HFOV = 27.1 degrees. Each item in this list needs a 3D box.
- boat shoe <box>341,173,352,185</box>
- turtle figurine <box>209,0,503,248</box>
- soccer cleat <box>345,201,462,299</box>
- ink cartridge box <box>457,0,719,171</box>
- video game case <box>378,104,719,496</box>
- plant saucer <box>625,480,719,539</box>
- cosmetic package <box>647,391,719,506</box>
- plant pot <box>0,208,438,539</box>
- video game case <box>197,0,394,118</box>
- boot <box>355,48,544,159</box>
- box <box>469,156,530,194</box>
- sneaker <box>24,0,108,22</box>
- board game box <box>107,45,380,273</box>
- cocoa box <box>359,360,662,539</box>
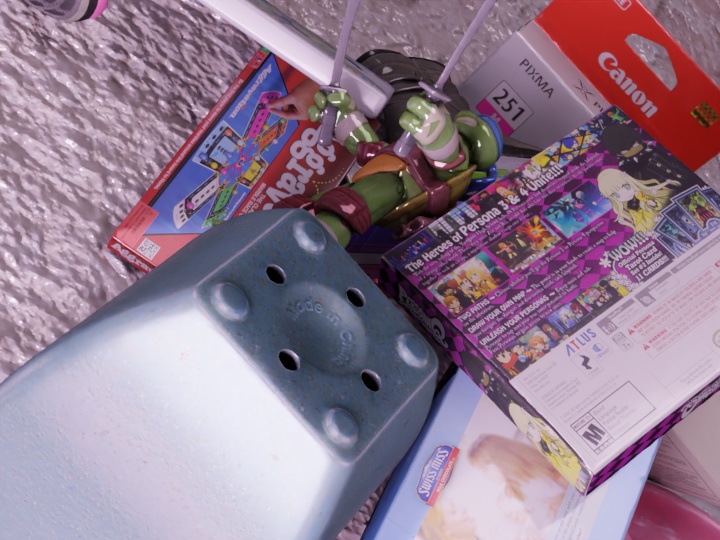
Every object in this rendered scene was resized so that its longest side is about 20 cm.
[{"bbox_3d":[-0.024,-0.037,1.071,0.071,0.063,0.201,-2,61,-47],"label":"boat shoe"},{"bbox_3d":[-0.005,-0.084,0.916,0.194,0.201,0.144,-38,50,-26],"label":"turtle figurine"},{"bbox_3d":[0.000,0.000,1.001,0.073,0.068,0.200,46,66,-3],"label":"soccer cleat"},{"bbox_3d":[0.204,-0.136,1.283,0.200,0.174,0.044,47,38,0],"label":"ink cartridge box"},{"bbox_3d":[0.142,0.010,0.885,0.200,0.036,0.181,-33,65,-24],"label":"video game case"},{"bbox_3d":[0.229,0.222,0.994,0.200,0.051,0.201,32,18,-11],"label":"plant saucer"},{"bbox_3d":[0.195,0.077,1.004,0.071,0.105,0.200,-58,137,-15],"label":"cosmetic package"},{"bbox_3d":[-0.074,0.079,0.811,0.196,0.200,0.196,47,37,1],"label":"plant pot"},{"bbox_3d":[-0.063,-0.178,1.094,0.199,0.022,0.182,35,9,-3],"label":"video game case"},{"bbox_3d":[0.089,-0.125,1.256,0.199,0.068,0.131,11,45,-39],"label":"boot"},{"bbox_3d":[0.154,-0.010,1.132,0.199,0.097,0.176,1,29,-44],"label":"box"},{"bbox_3d":[-0.260,-0.231,1.005,0.200,0.074,0.087,41,38,0],"label":"sneaker"},{"bbox_3d":[-0.075,-0.060,1.016,0.103,0.019,0.200,35,57,-3],"label":"board game box"},{"bbox_3d":[0.080,0.150,0.891,0.133,0.131,0.201,28,56,2],"label":"cocoa box"}]
